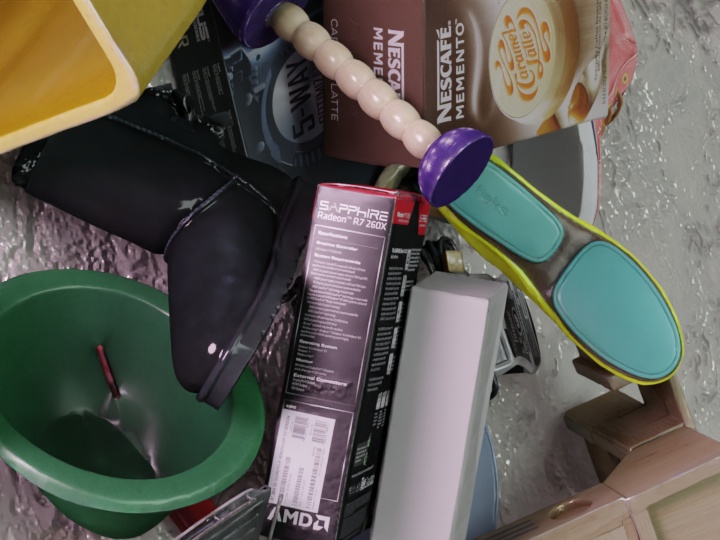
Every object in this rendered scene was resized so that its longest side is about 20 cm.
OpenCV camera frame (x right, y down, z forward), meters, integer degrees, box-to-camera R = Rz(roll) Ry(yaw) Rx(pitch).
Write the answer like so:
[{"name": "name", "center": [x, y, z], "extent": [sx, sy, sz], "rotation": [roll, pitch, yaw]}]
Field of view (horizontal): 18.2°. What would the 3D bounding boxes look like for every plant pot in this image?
[{"name": "plant pot", "center": [-0.186, -0.188, 1.172], "extent": [0.194, 0.195, 0.200], "rotation": [60, 36, -18]}]

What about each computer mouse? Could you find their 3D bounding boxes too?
[{"name": "computer mouse", "center": [0.076, 0.040, 1.457], "extent": [0.200, 0.044, 0.110], "rotation": [18, 55, -74]}]

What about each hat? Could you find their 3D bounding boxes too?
[{"name": "hat", "center": [-0.148, 0.124, 1.254], "extent": [0.200, 0.176, 0.166], "rotation": [35, 43, 13]}]

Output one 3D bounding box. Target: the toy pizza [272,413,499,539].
[{"name": "toy pizza", "center": [0.013, 0.132, 1.414], "extent": [0.200, 0.032, 0.200], "rotation": [14, 71, -43]}]

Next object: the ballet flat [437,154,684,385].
[{"name": "ballet flat", "center": [0.124, -0.005, 1.432], "extent": [0.200, 0.067, 0.067], "rotation": [42, 84, -2]}]

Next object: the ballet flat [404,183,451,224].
[{"name": "ballet flat", "center": [0.061, -0.125, 1.516], "extent": [0.063, 0.069, 0.200], "rotation": [52, 44, -64]}]

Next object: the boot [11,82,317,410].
[{"name": "boot", "center": [-0.114, -0.026, 1.222], "extent": [0.162, 0.073, 0.198], "rotation": [29, 37, -8]}]

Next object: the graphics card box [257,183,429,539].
[{"name": "graphics card box", "center": [-0.007, 0.051, 1.272], "extent": [0.125, 0.051, 0.200], "rotation": [-7, 106, -80]}]

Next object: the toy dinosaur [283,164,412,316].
[{"name": "toy dinosaur", "center": [0.000, 0.000, 1.374], "extent": [0.088, 0.047, 0.200], "rotation": [26, 68, -49]}]

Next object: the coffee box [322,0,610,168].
[{"name": "coffee box", "center": [0.069, -0.136, 1.389], "extent": [0.200, 0.080, 0.114], "rotation": [-19, 113, -48]}]

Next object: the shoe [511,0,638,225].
[{"name": "shoe", "center": [0.157, -0.114, 1.594], "extent": [0.091, 0.071, 0.200], "rotation": [3, 74, -41]}]

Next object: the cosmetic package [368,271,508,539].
[{"name": "cosmetic package", "center": [0.042, 0.105, 1.320], "extent": [0.083, 0.051, 0.200], "rotation": [-33, 133, -78]}]

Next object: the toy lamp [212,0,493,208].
[{"name": "toy lamp", "center": [-0.012, -0.118, 1.290], "extent": [0.200, 0.058, 0.058], "rotation": [41, 39, 21]}]

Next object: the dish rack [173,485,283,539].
[{"name": "dish rack", "center": [-0.092, 0.212, 1.193], "extent": [0.153, 0.055, 0.200], "rotation": [-35, 149, -44]}]

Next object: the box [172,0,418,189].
[{"name": "box", "center": [-0.046, -0.138, 1.404], "extent": [0.160, 0.044, 0.200], "rotation": [-13, 90, -48]}]

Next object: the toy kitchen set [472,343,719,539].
[{"name": "toy kitchen set", "center": [0.130, 0.126, 1.477], "extent": [0.180, 0.200, 0.163], "rotation": [-23, 103, -11]}]
